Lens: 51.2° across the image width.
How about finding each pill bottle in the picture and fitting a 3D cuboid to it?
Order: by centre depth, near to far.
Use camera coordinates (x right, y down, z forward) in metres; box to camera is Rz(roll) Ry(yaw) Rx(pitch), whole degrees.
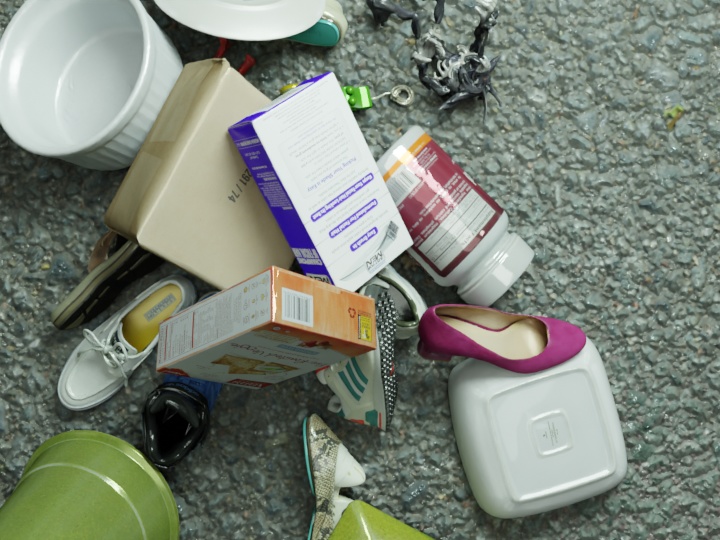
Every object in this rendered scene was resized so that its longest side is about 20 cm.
[{"bbox_3d":[0.096,-0.057,0.861,0.200,0.114,0.114,45,87,-1],"label":"pill bottle"}]

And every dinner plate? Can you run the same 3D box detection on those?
[{"bbox_3d":[-0.135,-0.322,0.840,0.197,0.024,0.202,6,49,-7],"label":"dinner plate"}]

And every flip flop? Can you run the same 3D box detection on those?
[{"bbox_3d":[-0.282,-0.012,0.864,0.200,0.081,0.058,-42,76,2],"label":"flip flop"}]

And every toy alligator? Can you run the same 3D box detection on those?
[{"bbox_3d":[-0.029,-0.199,0.887,0.197,0.054,0.060,-11,89,-3],"label":"toy alligator"}]

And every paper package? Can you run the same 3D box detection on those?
[{"bbox_3d":[-0.143,-0.088,0.812,0.190,0.103,0.202,33,81,-40],"label":"paper package"}]

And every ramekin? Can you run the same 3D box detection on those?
[{"bbox_3d":[-0.292,-0.208,0.825,0.198,0.098,0.204,-4,78,18],"label":"ramekin"}]

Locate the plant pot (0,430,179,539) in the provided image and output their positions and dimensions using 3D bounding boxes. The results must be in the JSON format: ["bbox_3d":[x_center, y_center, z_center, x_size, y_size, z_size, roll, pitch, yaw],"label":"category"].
[{"bbox_3d":[-0.314,0.295,0.759,0.197,0.190,0.203,3,104,11],"label":"plant pot"}]

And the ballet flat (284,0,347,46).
[{"bbox_3d":[-0.112,-0.309,0.888,0.197,0.069,0.071,9,88,-5],"label":"ballet flat"}]

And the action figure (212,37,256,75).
[{"bbox_3d":[-0.204,-0.183,0.883,0.065,0.052,0.201,35,89,-5],"label":"action figure"}]

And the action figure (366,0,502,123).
[{"bbox_3d":[0.100,-0.269,0.875,0.119,0.102,0.200,-43,89,-15],"label":"action figure"}]

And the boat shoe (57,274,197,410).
[{"bbox_3d":[-0.269,0.083,0.850,0.201,0.086,0.075,-41,91,-4],"label":"boat shoe"}]

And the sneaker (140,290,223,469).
[{"bbox_3d":[-0.186,0.122,0.839,0.076,0.111,0.202,22,87,-7],"label":"sneaker"}]

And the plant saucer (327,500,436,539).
[{"bbox_3d":[0.024,0.391,0.845,0.199,0.048,0.201,33,86,-21],"label":"plant saucer"}]

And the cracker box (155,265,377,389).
[{"bbox_3d":[-0.098,0.066,0.759,0.133,0.199,0.058,18,60,-41],"label":"cracker box"}]

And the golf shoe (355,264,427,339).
[{"bbox_3d":[0.000,0.000,0.863,0.199,0.097,0.079,37,88,0],"label":"golf shoe"}]

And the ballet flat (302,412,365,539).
[{"bbox_3d":[-0.028,0.265,0.866,0.074,0.068,0.203,1,93,10],"label":"ballet flat"}]

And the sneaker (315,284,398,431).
[{"bbox_3d":[-0.009,0.100,0.833,0.092,0.071,0.202,6,131,13],"label":"sneaker"}]

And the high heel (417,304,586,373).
[{"bbox_3d":[0.161,0.068,0.820,0.197,0.096,0.068,-5,62,-6],"label":"high heel"}]

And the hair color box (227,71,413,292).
[{"bbox_3d":[-0.037,-0.084,0.769,0.109,0.065,0.202,-37,111,-27],"label":"hair color box"}]

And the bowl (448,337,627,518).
[{"bbox_3d":[0.214,0.186,0.881,0.197,0.075,0.203,-15,91,-3],"label":"bowl"}]
